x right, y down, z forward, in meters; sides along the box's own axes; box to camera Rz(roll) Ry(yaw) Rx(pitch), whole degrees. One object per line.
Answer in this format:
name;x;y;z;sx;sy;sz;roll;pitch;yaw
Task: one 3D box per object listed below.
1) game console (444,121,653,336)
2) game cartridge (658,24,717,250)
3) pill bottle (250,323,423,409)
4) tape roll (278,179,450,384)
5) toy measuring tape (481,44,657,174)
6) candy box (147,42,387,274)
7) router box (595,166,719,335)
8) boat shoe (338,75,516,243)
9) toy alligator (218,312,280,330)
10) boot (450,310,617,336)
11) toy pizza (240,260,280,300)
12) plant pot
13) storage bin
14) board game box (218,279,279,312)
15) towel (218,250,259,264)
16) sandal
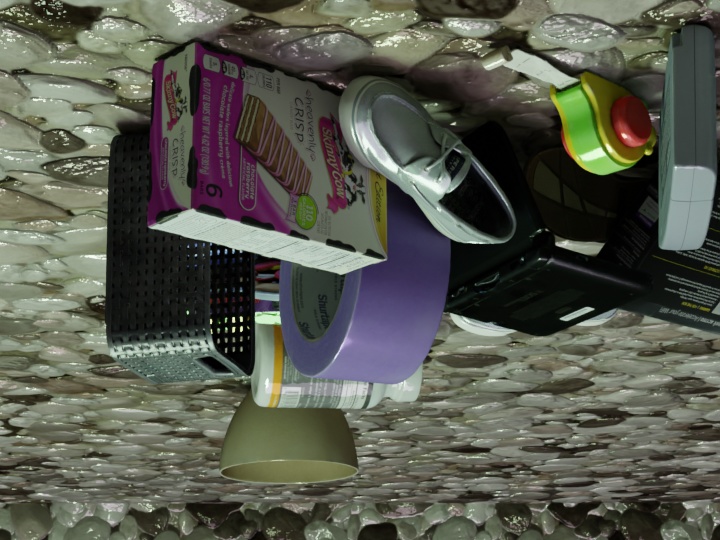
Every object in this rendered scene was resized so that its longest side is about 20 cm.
game console;0.145;-0.030;1.398;0.176;0.117;0.200;15;161;-19
game cartridge;0.256;-0.091;1.227;0.041;0.133;0.200;-3;163;7
pill bottle;-0.030;0.112;1.906;0.200;0.117;0.116;2;163;-11
tape roll;0.000;0.000;1.397;0.085;0.200;0.200;6;162;-22
toy measuring tape;0.172;-0.120;1.237;0.200;0.074;0.074;14;157;-42
candy box;-0.069;-0.084;1.227;0.200;0.137;0.061;14;159;-42
router box;0.320;-0.021;1.458;0.200;0.051;0.149;14;117;-43
boat shoe;0.062;-0.087;1.256;0.071;0.070;0.201;15;159;47
toy alligator;-0.128;0.037;1.768;0.200;0.059;0.054;-2;123;5
boot;0.203;0.022;1.725;0.200;0.073;0.090;-5;157;-15
toy pizza;-0.031;0.003;1.597;0.200;0.032;0.200;-2;-173;0
plant pot;-0.104;0.225;2.240;0.200;0.135;0.200;-1;164;0
storage bin;-0.153;-0.012;1.345;0.094;0.200;0.135;-4;163;11
board game box;-0.074;0.023;1.683;0.200;0.032;0.120;-2;-175;1
towel;-0.160;-0.037;1.569;0.145;0.024;0.200;2;163;-14
sandal;0.213;-0.065;1.438;0.200;0.080;0.054;9;-178;-41
